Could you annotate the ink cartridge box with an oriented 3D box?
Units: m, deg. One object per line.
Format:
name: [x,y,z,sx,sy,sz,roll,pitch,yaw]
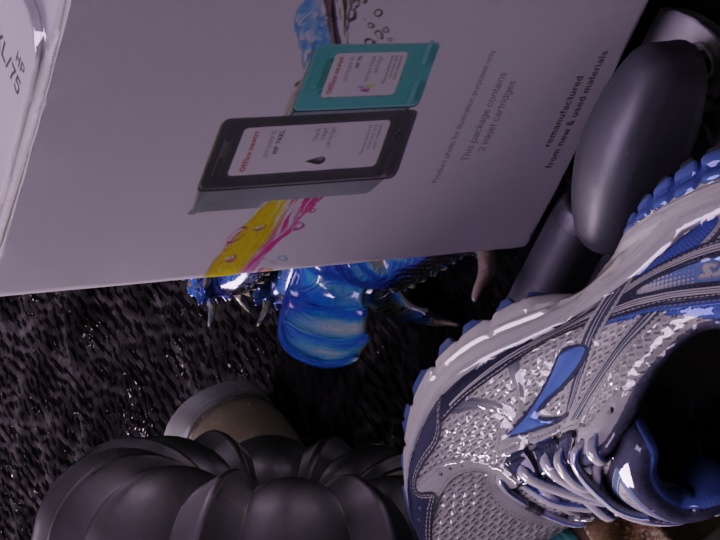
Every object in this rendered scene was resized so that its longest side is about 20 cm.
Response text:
ink cartridge box: [-0.036,-0.099,0.820,0.147,0.199,0.146,65,148,34]

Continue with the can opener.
can opener: [0.070,-0.001,0.853,0.053,0.067,0.201,52,134,32]

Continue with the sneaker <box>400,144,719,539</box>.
sneaker: [0.079,0.047,0.801,0.200,0.077,0.086,-48,33,37]

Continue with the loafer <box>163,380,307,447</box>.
loafer: [-0.049,0.150,1.082,0.070,0.075,0.201,28,126,51]

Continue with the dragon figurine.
dragon figurine: [0.000,0.000,0.961,0.200,0.059,0.100,29,127,46]

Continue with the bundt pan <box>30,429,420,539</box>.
bundt pan: [-0.031,0.104,0.942,0.201,0.201,0.076,7,95,53]

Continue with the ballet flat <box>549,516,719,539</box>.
ballet flat: [0.111,0.108,0.837,0.071,0.065,0.200,59,179,-16]
